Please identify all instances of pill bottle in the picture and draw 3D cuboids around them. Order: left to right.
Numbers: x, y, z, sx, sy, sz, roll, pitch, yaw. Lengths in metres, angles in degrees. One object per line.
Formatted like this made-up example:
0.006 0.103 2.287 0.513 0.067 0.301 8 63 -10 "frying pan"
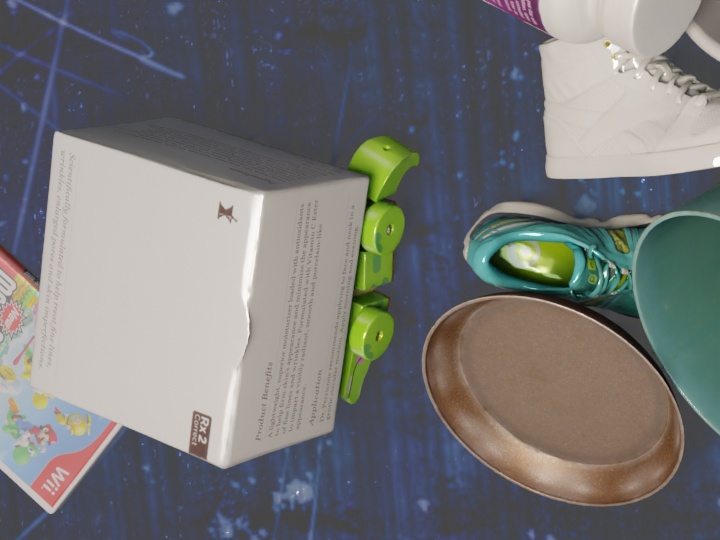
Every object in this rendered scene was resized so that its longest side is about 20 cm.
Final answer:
0.127 -0.217 1.314 0.199 0.112 0.113 33 111 32 "pill bottle"

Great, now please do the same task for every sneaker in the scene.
0.170 0.002 1.395 0.198 0.080 0.078 5 104 5 "sneaker"
0.200 -0.125 1.340 0.199 0.073 0.117 -1 101 42 "sneaker"

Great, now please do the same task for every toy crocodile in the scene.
0.000 0.000 1.463 0.067 0.062 0.202 19 110 35 "toy crocodile"

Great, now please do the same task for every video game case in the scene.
-0.278 0.077 1.583 0.200 0.017 0.143 41 110 4 "video game case"

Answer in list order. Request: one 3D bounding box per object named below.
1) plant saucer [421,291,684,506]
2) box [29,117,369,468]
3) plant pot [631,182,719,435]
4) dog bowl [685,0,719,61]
0.139 0.086 1.413 0.199 0.032 0.201 18 138 17 "plant saucer"
-0.118 0.009 1.431 0.199 0.130 0.201 18 107 33 "box"
0.304 0.009 1.298 0.200 0.161 0.201 40 150 29 "plant pot"
0.275 -0.217 1.281 0.199 0.058 0.202 8 101 46 "dog bowl"
